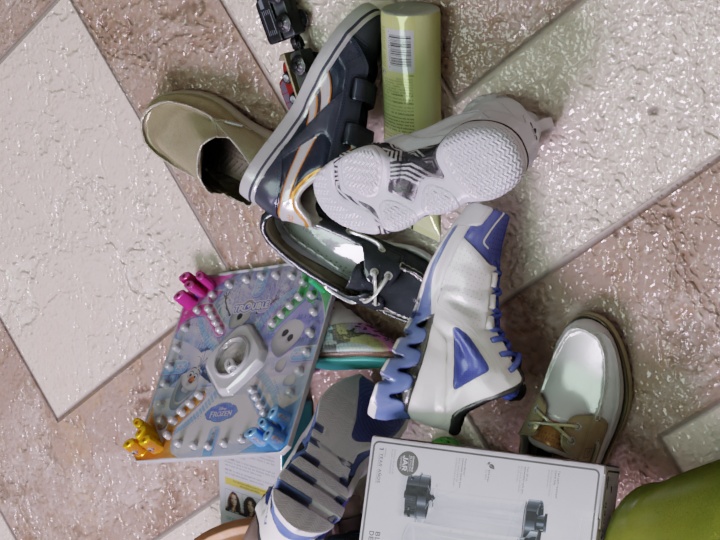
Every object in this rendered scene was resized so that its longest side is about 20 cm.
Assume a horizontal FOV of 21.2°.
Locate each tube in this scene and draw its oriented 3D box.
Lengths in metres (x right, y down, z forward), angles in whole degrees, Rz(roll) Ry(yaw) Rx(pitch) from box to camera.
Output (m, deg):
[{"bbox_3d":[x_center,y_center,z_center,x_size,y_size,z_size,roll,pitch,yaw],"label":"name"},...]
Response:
[{"bbox_3d":[0.044,-0.128,1.648,0.052,0.058,0.200,1,110,6],"label":"tube"}]

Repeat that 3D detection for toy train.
[{"bbox_3d":[-0.052,-0.164,1.719,0.046,0.034,0.200,-15,94,44],"label":"toy train"}]

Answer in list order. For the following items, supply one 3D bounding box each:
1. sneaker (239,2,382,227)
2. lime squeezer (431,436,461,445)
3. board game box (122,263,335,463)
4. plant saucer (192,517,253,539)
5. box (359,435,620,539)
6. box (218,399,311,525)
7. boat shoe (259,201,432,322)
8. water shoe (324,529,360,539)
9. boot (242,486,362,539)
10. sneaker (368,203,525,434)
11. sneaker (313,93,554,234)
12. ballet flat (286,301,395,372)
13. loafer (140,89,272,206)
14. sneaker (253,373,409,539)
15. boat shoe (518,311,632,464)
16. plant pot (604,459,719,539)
[{"bbox_3d":[-0.019,-0.129,1.653,0.079,0.078,0.200,34,98,16],"label":"sneaker"},{"bbox_3d":[0.073,0.188,1.743,0.071,0.038,0.200,42,133,-19],"label":"lime squeezer"},{"bbox_3d":[-0.119,0.079,1.772,0.200,0.026,0.200,-8,55,41],"label":"board game box"},{"bbox_3d":[-0.095,0.333,1.843,0.200,0.032,0.200,-1,109,-2],"label":"plant saucer"},{"bbox_3d":[0.104,0.204,1.569,0.200,0.060,0.117,4,84,20],"label":"box"},{"bbox_3d":[-0.092,0.217,1.866,0.082,0.049,0.200,13,113,34],"label":"box"},{"bbox_3d":[0.000,0.000,1.694,0.200,0.060,0.076,28,119,13],"label":"boat shoe"},{"bbox_3d":[0.007,0.274,1.707,0.071,0.200,0.079,6,86,23],"label":"water shoe"},{"bbox_3d":[-0.020,0.281,1.788,0.070,0.200,0.146,-7,71,58],"label":"boot"},{"bbox_3d":[0.097,0.053,1.614,0.115,0.081,0.200,24,88,6],"label":"sneaker"},{"bbox_3d":[0.065,-0.089,1.588,0.200,0.115,0.075,-12,104,33],"label":"sneaker"},{"bbox_3d":[-0.044,0.068,1.777,0.200,0.069,0.071,-16,68,41],"label":"ballet flat"},{"bbox_3d":[-0.135,-0.113,1.779,0.200,0.068,0.076,23,118,32],"label":"loafer"},{"bbox_3d":[-0.042,0.186,1.717,0.081,0.199,0.115,38,135,1],"label":"sneaker"},{"bbox_3d":[0.175,0.135,1.612,0.075,0.068,0.200,20,116,32],"label":"boat shoe"},{"bbox_3d":[0.296,0.225,1.480,0.193,0.200,0.201,-10,99,50],"label":"plant pot"}]
